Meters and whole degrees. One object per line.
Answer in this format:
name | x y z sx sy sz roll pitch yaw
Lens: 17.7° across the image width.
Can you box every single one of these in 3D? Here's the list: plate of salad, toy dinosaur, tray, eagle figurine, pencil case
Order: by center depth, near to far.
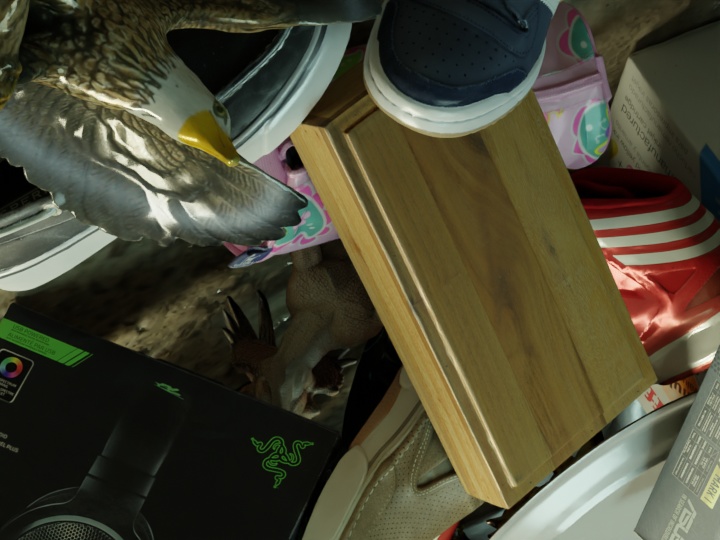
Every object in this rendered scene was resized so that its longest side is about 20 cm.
eagle figurine | -0.085 -0.084 0.838 0.151 0.152 0.200 -20 173 23
tray | 0.052 -0.006 0.999 0.099 0.037 0.201 -38 117 -23
pencil case | 0.019 -0.064 1.038 0.199 0.088 0.088 -16 149 -31
toy dinosaur | 0.000 0.000 1.139 0.200 0.086 0.136 -39 166 -20
plate of salad | 0.120 0.118 1.184 0.199 0.048 0.200 -30 155 -15

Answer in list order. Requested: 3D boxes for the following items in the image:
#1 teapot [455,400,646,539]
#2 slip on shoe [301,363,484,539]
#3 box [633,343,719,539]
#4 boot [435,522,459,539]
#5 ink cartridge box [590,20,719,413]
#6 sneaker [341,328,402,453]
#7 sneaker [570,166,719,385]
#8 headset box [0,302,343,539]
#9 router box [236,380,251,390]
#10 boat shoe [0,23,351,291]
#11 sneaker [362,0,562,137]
teapot | 0.083 0.144 1.396 0.200 0.197 0.146 -48 121 -22
slip on shoe | 0.028 0.094 1.056 0.201 0.060 0.076 -60 167 -18
box | 0.224 0.045 1.111 0.157 0.051 0.201 -23 143 -40
boot | 0.053 0.163 1.242 0.144 0.073 0.200 12 135 -18
ink cartridge box | 0.216 -0.023 1.250 0.144 0.148 0.200 -21 151 -22
sneaker | 0.032 0.041 1.233 0.079 0.075 0.201 -28 151 -54
sneaker | 0.109 0.013 1.164 0.200 0.116 0.078 -32 -175 36
headset box | -0.118 0.133 1.052 0.093 0.173 0.201 91 23 -59
router box | -0.101 0.148 1.193 0.199 0.150 0.062 -30 112 -4
boat shoe | -0.095 -0.066 0.937 0.199 0.072 0.068 -32 154 12
sneaker | 0.070 -0.145 0.921 0.200 0.070 0.109 -51 168 -38
